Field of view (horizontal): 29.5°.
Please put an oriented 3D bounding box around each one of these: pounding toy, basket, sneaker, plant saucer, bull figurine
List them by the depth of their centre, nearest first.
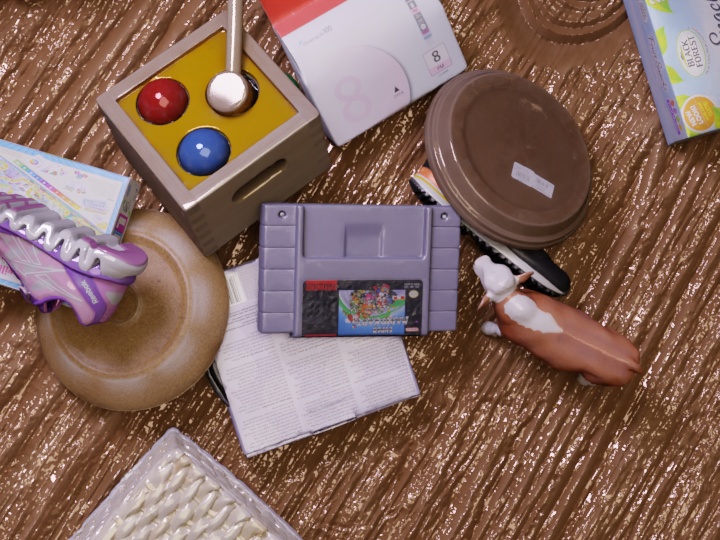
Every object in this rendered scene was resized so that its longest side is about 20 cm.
[{"bbox_3d":[-0.296,-0.011,1.260,0.199,0.080,0.089,25,104,16],"label":"sneaker"},{"bbox_3d":[-0.171,0.287,1.287,0.198,0.161,0.200,42,84,-3],"label":"basket"},{"bbox_3d":[-0.133,-0.163,1.310,0.200,0.142,0.184,-37,67,-10],"label":"pounding toy"},{"bbox_3d":[-0.228,0.035,1.329,0.199,0.035,0.201,-2,80,9],"label":"plant saucer"},{"bbox_3d":[0.186,0.058,1.366,0.199,0.121,0.065,32,82,-4],"label":"bull figurine"},{"bbox_3d":[0.156,-0.118,1.378,0.199,0.029,0.201,12,63,-25],"label":"plant saucer"},{"bbox_3d":[0.149,-0.058,1.395,0.200,0.070,0.090,39,85,-1],"label":"sneaker"}]

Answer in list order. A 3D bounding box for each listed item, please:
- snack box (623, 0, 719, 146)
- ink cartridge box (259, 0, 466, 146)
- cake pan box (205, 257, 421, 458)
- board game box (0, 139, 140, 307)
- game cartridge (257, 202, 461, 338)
[{"bbox_3d":[0.399,-0.240,1.442,0.199,0.068,0.169,-18,89,-6],"label":"snack box"},{"bbox_3d":[-0.002,-0.249,1.362,0.162,0.057,0.201,-32,122,-8],"label":"ink cartridge box"},{"bbox_3d":[-0.060,0.071,1.371,0.199,0.052,0.185,-20,87,-8],"label":"cake pan box"},{"bbox_3d":[-0.328,-0.050,1.324,0.199,0.034,0.135,17,83,12],"label":"board game box"},{"bbox_3d":[0.000,0.000,1.328,0.199,0.038,0.130,0,93,-16],"label":"game cartridge"}]
